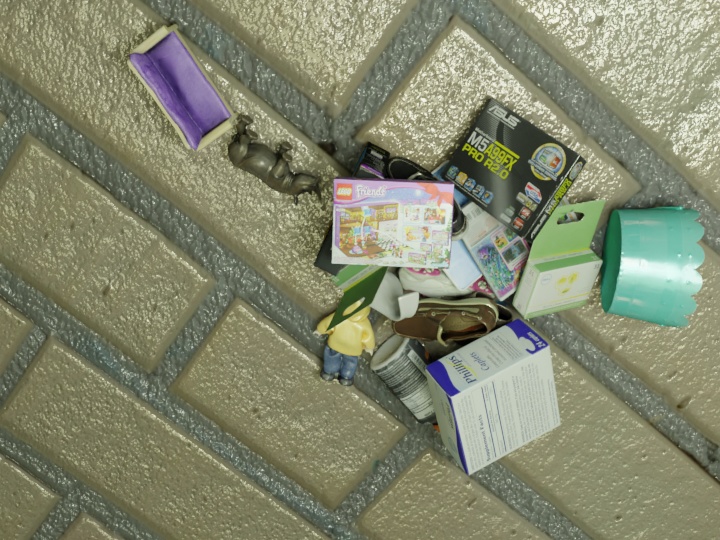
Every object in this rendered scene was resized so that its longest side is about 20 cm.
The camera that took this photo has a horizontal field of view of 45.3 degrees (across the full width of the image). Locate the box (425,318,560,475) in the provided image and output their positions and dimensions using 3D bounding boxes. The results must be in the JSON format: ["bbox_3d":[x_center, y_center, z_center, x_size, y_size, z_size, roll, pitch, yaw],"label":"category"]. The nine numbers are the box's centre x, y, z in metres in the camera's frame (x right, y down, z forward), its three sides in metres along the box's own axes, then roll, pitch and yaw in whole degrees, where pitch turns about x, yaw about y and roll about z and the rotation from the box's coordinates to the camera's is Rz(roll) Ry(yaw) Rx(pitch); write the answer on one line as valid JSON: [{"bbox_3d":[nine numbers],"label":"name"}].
[{"bbox_3d":[0.230,0.216,1.488,0.197,0.105,0.187,-25,123,-13],"label":"box"}]

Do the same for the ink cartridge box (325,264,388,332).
[{"bbox_3d":[0.000,0.000,1.508,0.048,0.201,0.145,42,137,-13],"label":"ink cartridge box"}]

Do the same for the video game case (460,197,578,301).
[{"bbox_3d":[0.279,-0.077,1.524,0.198,0.024,0.184,-36,107,-4],"label":"video game case"}]

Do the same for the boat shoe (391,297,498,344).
[{"bbox_3d":[0.141,0.093,1.519,0.199,0.075,0.076,-12,118,25],"label":"boat shoe"}]

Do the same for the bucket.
[{"bbox_3d":[0.492,-0.010,1.473,0.132,0.208,0.211,6,114,6],"label":"bucket"}]

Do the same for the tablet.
[{"bbox_3d":[0.168,-0.080,1.539,0.129,0.014,0.201,-38,95,-3],"label":"tablet"}]

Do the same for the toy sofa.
[{"bbox_3d":[-0.304,-0.315,1.488,0.082,0.098,0.202,-29,106,18],"label":"toy sofa"}]

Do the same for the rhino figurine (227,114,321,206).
[{"bbox_3d":[-0.151,-0.185,1.544,0.198,0.060,0.088,34,126,-10],"label":"rhino figurine"}]

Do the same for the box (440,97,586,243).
[{"bbox_3d":[0.251,-0.168,1.436,0.200,0.044,0.162,41,104,31],"label":"box"}]

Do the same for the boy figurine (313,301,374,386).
[{"bbox_3d":[-0.029,0.120,1.658,0.122,0.065,0.204,13,113,1],"label":"boy figurine"}]

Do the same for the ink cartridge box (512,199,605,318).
[{"bbox_3d":[0.356,-0.018,1.500,0.143,0.048,0.203,-10,132,-27],"label":"ink cartridge box"}]

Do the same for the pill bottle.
[{"bbox_3d":[0.117,0.222,1.661,0.106,0.107,0.201,-36,105,19],"label":"pill bottle"}]

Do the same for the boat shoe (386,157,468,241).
[{"bbox_3d":[0.109,-0.133,1.483,0.073,0.060,0.201,-37,63,-1],"label":"boat shoe"}]

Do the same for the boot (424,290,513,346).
[{"bbox_3d":[0.176,0.080,1.585,0.197,0.072,0.146,18,146,-20],"label":"boot"}]

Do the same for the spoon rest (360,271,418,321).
[{"bbox_3d":[0.046,0.044,1.548,0.097,0.200,0.062,-14,109,-19],"label":"spoon rest"}]

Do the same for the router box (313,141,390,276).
[{"bbox_3d":[-0.013,-0.109,1.513,0.050,0.150,0.203,24,113,-5],"label":"router box"}]

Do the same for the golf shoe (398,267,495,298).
[{"bbox_3d":[0.164,0.016,1.599,0.196,0.076,0.092,16,141,-5],"label":"golf shoe"}]

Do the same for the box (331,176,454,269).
[{"bbox_3d":[0.052,-0.078,1.404,0.195,0.039,0.140,3,102,3],"label":"box"}]

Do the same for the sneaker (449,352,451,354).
[{"bbox_3d":[0.253,0.174,1.626,0.196,0.074,0.084,-14,83,-15],"label":"sneaker"}]
